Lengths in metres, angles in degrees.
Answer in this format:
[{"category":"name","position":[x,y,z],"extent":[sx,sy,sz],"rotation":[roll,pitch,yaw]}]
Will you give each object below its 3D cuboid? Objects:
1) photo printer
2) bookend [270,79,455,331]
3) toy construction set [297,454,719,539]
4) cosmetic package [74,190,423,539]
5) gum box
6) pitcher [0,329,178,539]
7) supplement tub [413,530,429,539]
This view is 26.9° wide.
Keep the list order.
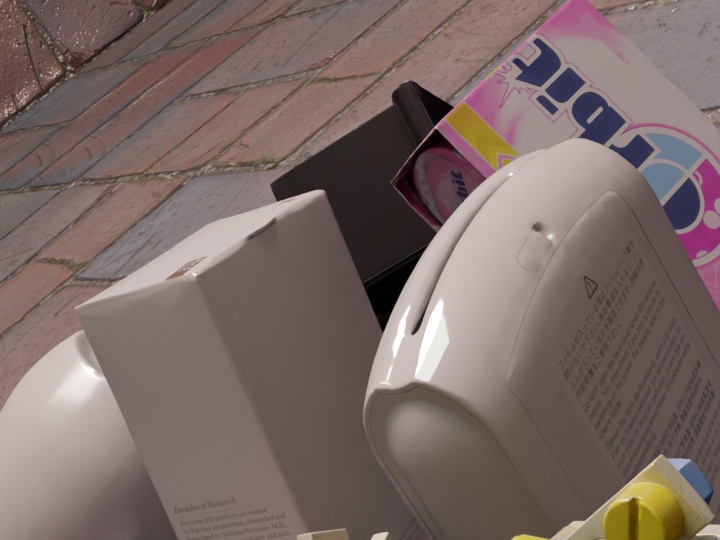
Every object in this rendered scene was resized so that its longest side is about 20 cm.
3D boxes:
[{"category":"photo printer","position":[0.088,0.061,0.572],"extent":[0.069,0.201,0.167],"rotation":[-14,28,41]},{"category":"bookend","position":[0.000,0.000,0.856],"extent":[0.198,0.093,0.200],"rotation":[-31,-15,15]},{"category":"toy construction set","position":[0.042,0.129,0.455],"extent":[0.092,0.132,0.199],"rotation":[-23,4,-40]},{"category":"cosmetic package","position":[-0.035,0.077,0.695],"extent":[0.081,0.201,0.113],"rotation":[-17,10,35]},{"category":"gum box","position":[0.128,-0.017,0.710],"extent":[0.113,0.200,0.066],"rotation":[-44,-3,-28]},{"category":"pitcher","position":[-0.137,0.148,0.775],"extent":[0.172,0.121,0.201],"rotation":[42,113,49]},{"category":"supplement tub","position":[-0.023,0.190,0.584],"extent":[0.200,0.107,0.107],"rotation":[-38,20,-14]}]
